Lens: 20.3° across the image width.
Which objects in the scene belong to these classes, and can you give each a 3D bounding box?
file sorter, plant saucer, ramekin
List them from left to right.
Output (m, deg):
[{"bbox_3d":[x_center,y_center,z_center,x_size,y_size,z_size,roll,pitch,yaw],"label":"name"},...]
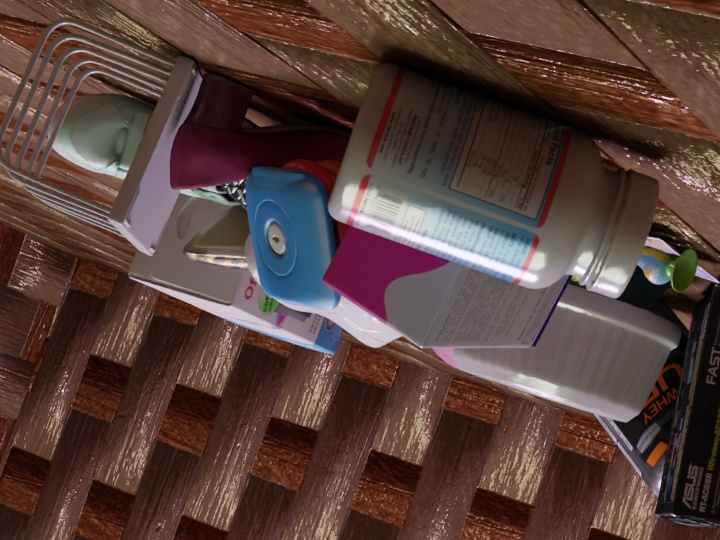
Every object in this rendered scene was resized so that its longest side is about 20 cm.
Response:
[{"bbox_3d":[-0.208,-0.110,1.641,0.124,0.140,0.200,22,174,3],"label":"file sorter"},{"bbox_3d":[0.173,0.066,1.764,0.201,0.095,0.202,17,177,1],"label":"ramekin"},{"bbox_3d":[0.180,0.002,1.825,0.199,0.036,0.200,18,178,1],"label":"plant saucer"}]

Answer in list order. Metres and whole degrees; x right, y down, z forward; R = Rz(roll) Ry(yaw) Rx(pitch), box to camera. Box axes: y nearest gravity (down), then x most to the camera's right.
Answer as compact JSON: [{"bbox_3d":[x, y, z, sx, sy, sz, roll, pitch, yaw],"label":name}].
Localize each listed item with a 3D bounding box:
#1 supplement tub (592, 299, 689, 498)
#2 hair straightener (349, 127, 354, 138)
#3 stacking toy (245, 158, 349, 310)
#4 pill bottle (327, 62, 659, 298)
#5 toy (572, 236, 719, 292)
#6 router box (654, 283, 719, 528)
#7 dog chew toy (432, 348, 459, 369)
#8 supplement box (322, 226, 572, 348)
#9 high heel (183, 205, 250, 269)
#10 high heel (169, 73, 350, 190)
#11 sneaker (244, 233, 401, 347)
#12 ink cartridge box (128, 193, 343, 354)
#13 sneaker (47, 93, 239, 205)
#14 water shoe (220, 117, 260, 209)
[{"bbox_3d":[0.294,0.133,1.896,0.200,0.123,0.122,54,-166,32],"label":"supplement tub"},{"bbox_3d":[0.083,-0.069,1.500,0.199,0.041,0.077,19,174,-10],"label":"hair straightener"},{"bbox_3d":[0.016,-0.047,1.589,0.199,0.111,0.116,-15,-166,-31],"label":"stacking toy"},{"bbox_3d":[0.087,-0.053,1.307,0.199,0.109,0.109,20,174,-1],"label":"pill bottle"},{"bbox_3d":[0.181,-0.016,1.641,0.199,0.048,0.115,15,172,38],"label":"toy"},{"bbox_3d":[0.308,0.121,1.737,0.062,0.201,0.150,11,174,5],"label":"router box"},{"bbox_3d":[0.098,0.023,1.933,0.124,0.125,0.200,16,170,32],"label":"dog chew toy"},{"bbox_3d":[0.075,-0.007,1.523,0.101,0.104,0.200,33,-165,25],"label":"supplement box"},{"bbox_3d":[-0.075,-0.005,1.893,0.199,0.072,0.143,-12,148,-18],"label":"high heel"},{"bbox_3d":[-0.063,-0.079,1.626,0.199,0.097,0.067,23,173,-26],"label":"high heel"},{"bbox_3d":[0.000,0.000,1.784,0.115,0.074,0.199,-20,146,37],"label":"sneaker"},{"bbox_3d":[-0.109,-0.020,2.078,0.145,0.148,0.200,16,174,35],"label":"ink cartridge box"},{"bbox_3d":[-0.175,-0.109,1.817,0.199,0.074,0.118,12,-175,-30],"label":"sneaker"},{"bbox_3d":[-0.051,-0.077,1.706,0.200,0.079,0.071,41,140,-13],"label":"water shoe"}]
